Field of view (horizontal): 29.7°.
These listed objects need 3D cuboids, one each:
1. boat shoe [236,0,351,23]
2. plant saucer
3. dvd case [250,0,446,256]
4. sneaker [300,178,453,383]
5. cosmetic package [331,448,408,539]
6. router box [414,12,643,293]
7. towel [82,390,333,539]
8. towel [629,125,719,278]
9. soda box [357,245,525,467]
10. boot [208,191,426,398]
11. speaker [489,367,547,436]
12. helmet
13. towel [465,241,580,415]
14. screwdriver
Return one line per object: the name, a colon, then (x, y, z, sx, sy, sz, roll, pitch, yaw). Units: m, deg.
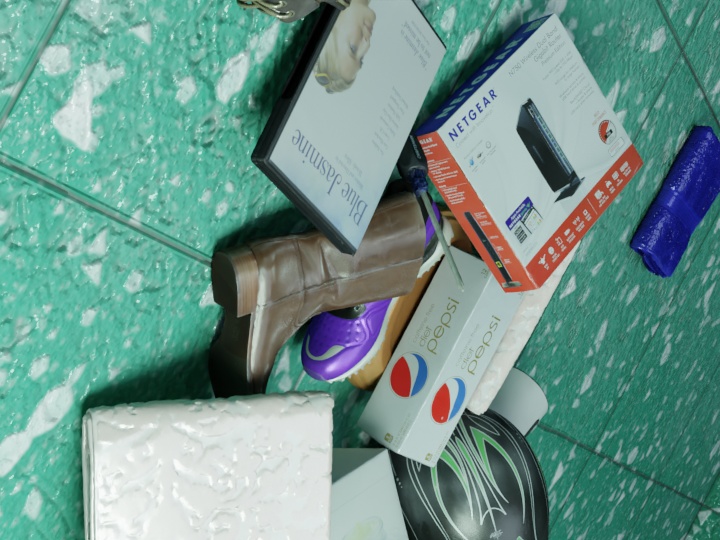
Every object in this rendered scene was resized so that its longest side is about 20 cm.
boat shoe: (-0.050, -0.205, 0.923, 0.199, 0.074, 0.074, -12, 124, -55)
plant saucer: (0.055, 0.034, 1.353, 0.200, 0.037, 0.202, -40, 145, -35)
dvd case: (-0.004, -0.133, 1.055, 0.143, 0.017, 0.202, 45, 64, -49)
sneaker: (0.000, 0.000, 1.206, 0.201, 0.069, 0.100, -55, 144, -18)
cosmetic package: (-0.053, 0.287, 1.221, 0.199, 0.122, 0.202, -25, 103, -50)
router box: (0.160, -0.111, 1.281, 0.200, 0.049, 0.180, -46, 111, -30)
towel: (-0.115, 0.193, 1.049, 0.198, 0.032, 0.194, -2, 98, -28)
towel: (0.455, -0.092, 1.907, 0.201, 0.049, 0.148, -61, 153, -2)
soda box: (0.079, 0.084, 1.319, 0.068, 0.063, 0.202, 28, 89, -49)
boot: (-0.028, 0.037, 1.135, 0.198, 0.064, 0.188, -19, 129, -33)
speaker: (0.130, 0.205, 1.572, 0.200, 0.081, 0.082, -46, 148, -29)
helmet: (0.101, 0.233, 1.405, 0.199, 0.199, 0.193, -26, 104, -48)
towel: (0.147, 0.041, 1.414, 0.202, 0.032, 0.191, -62, -170, 2)
screwdriver: (0.055, -0.056, 1.137, 0.028, 0.201, 0.029, -34, 130, 17)
